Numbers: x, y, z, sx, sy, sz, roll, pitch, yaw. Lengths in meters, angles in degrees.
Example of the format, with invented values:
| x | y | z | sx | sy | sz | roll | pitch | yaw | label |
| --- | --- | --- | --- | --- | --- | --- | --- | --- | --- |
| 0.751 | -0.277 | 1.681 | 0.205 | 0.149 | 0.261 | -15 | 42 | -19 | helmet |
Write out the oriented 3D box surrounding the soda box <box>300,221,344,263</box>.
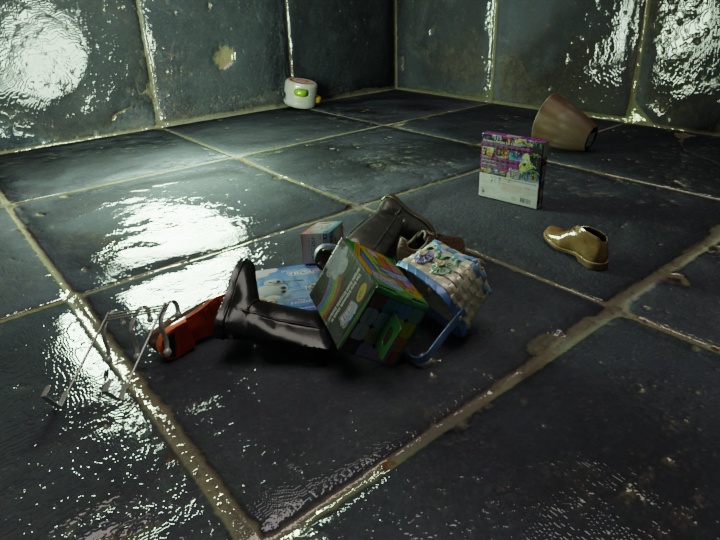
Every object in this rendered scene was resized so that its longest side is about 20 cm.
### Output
| x | y | z | sx | sy | sz | roll | pitch | yaw | label |
| --- | --- | --- | --- | --- | --- | --- | --- | --- | --- |
| -0.082 | -0.066 | 1.289 | 0.066 | 0.066 | 0.200 | -2 | 12 | 8 | soda box |

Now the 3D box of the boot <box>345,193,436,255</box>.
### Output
| x | y | z | sx | sy | sz | roll | pitch | yaw | label |
| --- | --- | --- | --- | --- | --- | --- | --- | --- | --- |
| 0.071 | -0.066 | 1.306 | 0.179 | 0.073 | 0.201 | 35 | 45 | 0 | boot |

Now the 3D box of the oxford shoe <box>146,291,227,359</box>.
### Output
| x | y | z | sx | sy | sz | roll | pitch | yaw | label |
| --- | --- | --- | --- | --- | --- | --- | --- | --- | --- |
| -0.293 | 0.084 | 1.038 | 0.071 | 0.074 | 0.198 | 13 | 30 | 38 | oxford shoe |

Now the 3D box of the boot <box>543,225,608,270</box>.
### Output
| x | y | z | sx | sy | sz | roll | pitch | yaw | label |
| --- | --- | --- | --- | --- | --- | --- | --- | --- | --- |
| 0.491 | -0.075 | 1.306 | 0.071 | 0.078 | 0.200 | -12 | 26 | -17 | boot |

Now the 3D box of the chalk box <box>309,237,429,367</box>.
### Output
| x | y | z | sx | sy | sz | roll | pitch | yaw | label |
| --- | --- | --- | --- | --- | --- | --- | --- | --- | --- |
| 0.020 | 0.063 | 0.931 | 0.122 | 0.127 | 0.201 | 21 | 20 | -35 | chalk box |

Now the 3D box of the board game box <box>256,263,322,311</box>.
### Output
| x | y | z | sx | sy | sz | roll | pitch | yaw | label |
| --- | --- | --- | --- | --- | --- | --- | --- | --- | --- |
| -0.125 | 0.049 | 1.126 | 0.193 | 0.045 | 0.200 | -8 | 26 | -15 | board game box |

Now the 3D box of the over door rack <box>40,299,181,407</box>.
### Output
| x | y | z | sx | sy | sz | roll | pitch | yaw | label |
| --- | --- | --- | --- | --- | --- | --- | --- | --- | --- |
| -0.382 | 0.137 | 0.910 | 0.143 | 0.068 | 0.203 | -11 | 34 | 24 | over door rack |

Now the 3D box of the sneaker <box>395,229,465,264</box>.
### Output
| x | y | z | sx | sy | sz | roll | pitch | yaw | label |
| --- | --- | --- | --- | --- | --- | --- | --- | --- | --- |
| 0.162 | -0.056 | 1.287 | 0.196 | 0.078 | 0.070 | -20 | 30 | -33 | sneaker |

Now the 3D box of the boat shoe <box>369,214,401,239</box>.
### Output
| x | y | z | sx | sy | sz | roll | pitch | yaw | label |
| --- | --- | --- | --- | --- | --- | --- | --- | --- | --- |
| 0.045 | -0.106 | 1.404 | 0.196 | 0.074 | 0.070 | -17 | 29 | -30 | boat shoe |

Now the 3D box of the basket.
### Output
| x | y | z | sx | sy | sz | roll | pitch | yaw | label |
| --- | --- | --- | --- | --- | --- | --- | --- | --- | --- |
| 0.117 | 0.053 | 1.012 | 0.201 | 0.140 | 0.175 | -48 | 40 | -10 | basket |

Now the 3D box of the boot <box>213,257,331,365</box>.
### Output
| x | y | z | sx | sy | sz | roll | pitch | yaw | label |
| --- | --- | --- | --- | --- | --- | --- | --- | --- | --- |
| -0.135 | 0.066 | 0.989 | 0.193 | 0.067 | 0.169 | 10 | 52 | 2 | boot |

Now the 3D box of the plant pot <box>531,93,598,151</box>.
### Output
| x | y | z | sx | sy | sz | roll | pitch | yaw | label |
| --- | --- | --- | --- | --- | --- | --- | --- | --- | --- |
| 0.773 | -0.528 | 2.140 | 0.198 | 0.192 | 0.184 | 35 | 41 | 31 | plant pot |

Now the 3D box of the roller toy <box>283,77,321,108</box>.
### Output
| x | y | z | sx | sy | sz | roll | pitch | yaw | label |
| --- | --- | --- | --- | --- | --- | --- | --- | --- | --- |
| -0.325 | -0.959 | 3.127 | 0.179 | 0.144 | 0.198 | 27 | 32 | 28 | roller toy |

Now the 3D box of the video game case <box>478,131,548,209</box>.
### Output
| x | y | z | sx | sy | sz | roll | pitch | yaw | label |
| --- | --- | --- | --- | --- | --- | --- | --- | --- | --- |
| 0.427 | -0.285 | 1.620 | 0.035 | 0.187 | 0.197 | -23 | 31 | -39 | video game case |

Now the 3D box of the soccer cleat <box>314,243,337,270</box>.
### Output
| x | y | z | sx | sy | sz | roll | pitch | yaw | label |
| --- | --- | --- | --- | --- | --- | --- | --- | --- | --- |
| 0.000 | -0.001 | 1.140 | 0.195 | 0.066 | 0.084 | 24 | 9 | -5 | soccer cleat |
